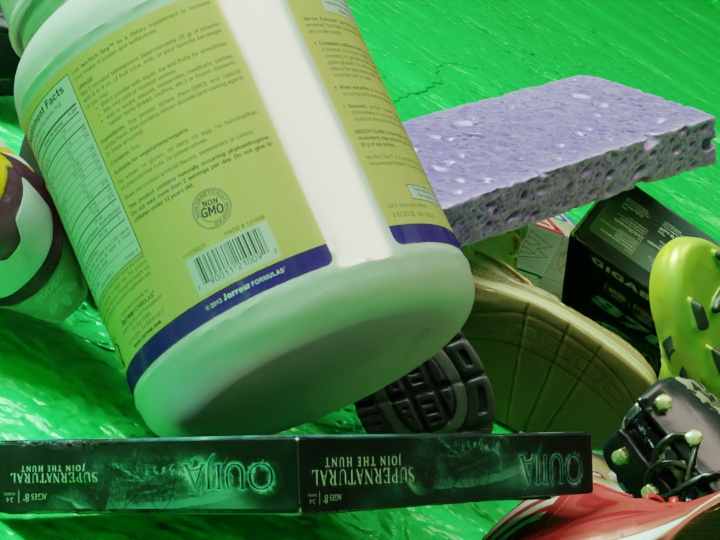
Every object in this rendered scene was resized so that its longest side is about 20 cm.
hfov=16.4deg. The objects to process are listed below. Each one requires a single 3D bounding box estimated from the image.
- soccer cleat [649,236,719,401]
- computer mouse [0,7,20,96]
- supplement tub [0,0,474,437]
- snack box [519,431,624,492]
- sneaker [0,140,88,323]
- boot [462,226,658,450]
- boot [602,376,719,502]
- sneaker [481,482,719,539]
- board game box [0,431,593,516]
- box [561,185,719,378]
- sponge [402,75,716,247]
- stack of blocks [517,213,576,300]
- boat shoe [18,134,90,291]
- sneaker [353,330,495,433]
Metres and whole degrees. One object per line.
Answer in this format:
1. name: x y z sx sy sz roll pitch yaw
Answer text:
1. soccer cleat: 0.173 0.052 1.225 0.084 0.065 0.200 9 -28 36
2. computer mouse: -0.239 -0.131 1.341 0.200 0.053 0.139 9 19 -21
3. supplement tub: -0.054 -0.045 1.010 0.145 0.145 0.200 3 58 -57
4. snack box: 0.163 0.126 1.209 0.200 0.024 0.072 17 19 -35
5. sneaker: -0.177 -0.031 1.083 0.090 0.075 0.200 44 2 -29
6. boot: 0.076 0.009 1.312 0.200 0.073 0.155 23 28 8
7. boot: 0.159 0.119 1.080 0.154 0.073 0.204 47 14 19
8. sneaker: 0.131 0.100 0.969 0.200 0.078 0.116 -10 19 3
9. board game box: -0.020 0.075 0.926 0.135 0.028 0.200 -4 -5 34
10. box: 0.204 0.043 1.366 0.200 0.046 0.159 36 -12 12
11. sponge: 0.079 -0.059 1.303 0.200 0.030 0.112 -18 28 -34
12. stack of blocks: 0.028 -0.040 1.468 0.200 0.059 0.115 19 17 -30
13. boat shoe: -0.096 -0.014 1.158 0.074 0.076 0.200 21 23 -43
14. sneaker: 0.000 0.000 1.153 0.091 0.076 0.200 48 21 -87
